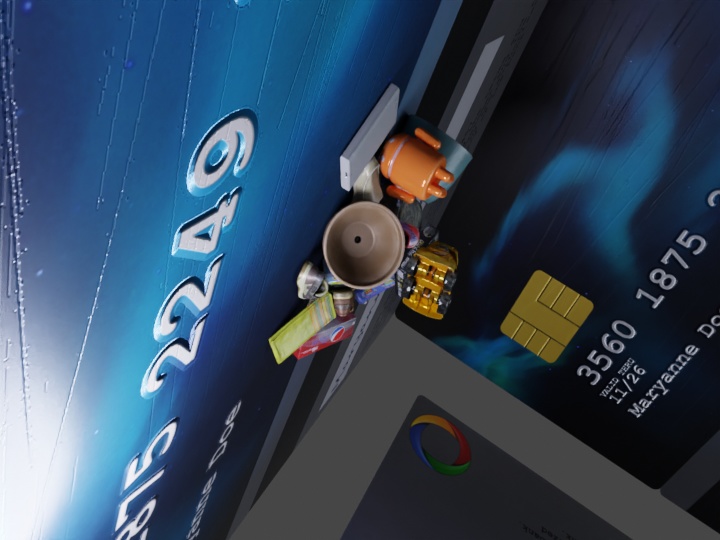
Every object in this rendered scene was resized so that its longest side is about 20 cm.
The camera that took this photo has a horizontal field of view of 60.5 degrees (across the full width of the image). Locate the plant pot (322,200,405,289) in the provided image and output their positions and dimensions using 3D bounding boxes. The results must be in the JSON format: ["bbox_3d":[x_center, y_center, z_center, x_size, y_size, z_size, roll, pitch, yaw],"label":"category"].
[{"bbox_3d":[0.001,-0.067,1.466,0.205,0.197,0.093,-60,-162,4],"label":"plant pot"}]

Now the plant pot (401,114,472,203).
[{"bbox_3d":[0.166,-0.277,1.603,0.164,0.198,0.200,-56,171,7],"label":"plant pot"}]

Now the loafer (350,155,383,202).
[{"bbox_3d":[0.022,-0.191,1.472,0.076,0.067,0.202,-53,168,-30],"label":"loafer"}]

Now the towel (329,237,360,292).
[{"bbox_3d":[-0.020,-0.027,1.840,0.204,0.034,0.192,-63,170,10],"label":"towel"}]

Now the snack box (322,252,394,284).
[{"bbox_3d":[0.000,0.000,1.626,0.200,0.162,0.070,16,68,-80],"label":"snack box"}]

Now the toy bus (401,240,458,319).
[{"bbox_3d":[0.208,-0.006,1.663,0.194,0.132,0.204,-55,161,-39],"label":"toy bus"}]

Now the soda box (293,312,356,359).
[{"bbox_3d":[-0.105,0.161,1.652,0.196,0.063,0.072,-18,137,-42],"label":"soda box"}]

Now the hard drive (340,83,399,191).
[{"bbox_3d":[0.019,-0.282,1.322,0.203,0.026,0.132,-57,170,-17],"label":"hard drive"}]

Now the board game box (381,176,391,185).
[{"bbox_3d":[0.119,-0.279,1.785,0.201,0.044,0.154,-53,168,-35],"label":"board game box"}]

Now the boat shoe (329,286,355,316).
[{"bbox_3d":[-0.049,0.081,1.655,0.200,0.069,0.070,-75,163,-86],"label":"boat shoe"}]

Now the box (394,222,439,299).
[{"bbox_3d":[0.160,-0.020,1.765,0.162,0.049,0.201,-48,160,-15],"label":"box"}]

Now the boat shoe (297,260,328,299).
[{"bbox_3d":[-0.108,0.037,1.469,0.073,0.065,0.202,-59,171,-15],"label":"boat shoe"}]

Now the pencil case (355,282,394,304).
[{"bbox_3d":[0.057,0.030,1.887,0.196,0.089,0.078,-28,-166,5],"label":"pencil case"}]

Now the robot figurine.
[{"bbox_3d":[0.124,-0.245,1.462,0.117,0.197,0.146,-45,161,-36],"label":"robot figurine"}]

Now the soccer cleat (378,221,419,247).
[{"bbox_3d":[0.053,-0.102,1.540,0.076,0.194,0.069,-34,138,-62],"label":"soccer cleat"}]

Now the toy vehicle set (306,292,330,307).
[{"bbox_3d":[-0.109,0.123,1.739,0.127,0.026,0.199,-62,161,14],"label":"toy vehicle set"}]

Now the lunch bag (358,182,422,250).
[{"bbox_3d":[0.084,-0.138,1.676,0.172,0.137,0.199,-62,156,7],"label":"lunch bag"}]

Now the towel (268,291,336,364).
[{"bbox_3d":[-0.139,0.142,1.531,0.199,0.018,0.088,-39,133,-27],"label":"towel"}]
